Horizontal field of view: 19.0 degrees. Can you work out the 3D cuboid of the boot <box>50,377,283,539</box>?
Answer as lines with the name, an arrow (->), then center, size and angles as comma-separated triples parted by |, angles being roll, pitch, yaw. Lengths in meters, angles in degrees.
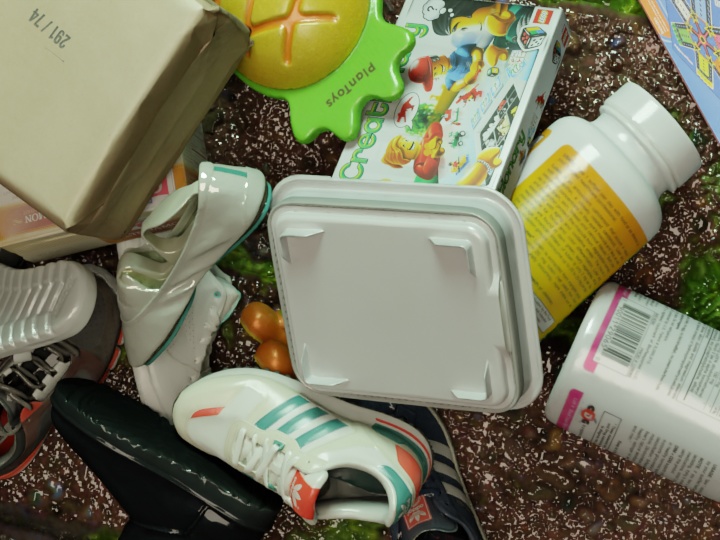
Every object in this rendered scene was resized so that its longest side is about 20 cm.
boot -> -0.175, 0.197, 1.616 | 0.199, 0.076, 0.169 | 30, 106, 1

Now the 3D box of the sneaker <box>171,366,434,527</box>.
sneaker -> -0.048, 0.133, 1.562 | 0.198, 0.094, 0.071 | 16, 119, 6

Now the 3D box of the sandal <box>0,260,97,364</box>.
sandal -> -0.257, 0.037, 1.638 | 0.202, 0.050, 0.083 | -2, 67, 50

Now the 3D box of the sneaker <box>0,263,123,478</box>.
sneaker -> -0.251, 0.088, 1.682 | 0.077, 0.082, 0.201 | 33, 102, 6

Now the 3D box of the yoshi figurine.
yoshi figurine -> -0.011, -0.010, 1.610 | 0.200, 0.112, 0.113 | -44, 81, 10

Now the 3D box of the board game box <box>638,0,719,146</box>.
board game box -> 0.292, -0.143, 1.574 | 0.102, 0.019, 0.201 | -29, 91, 12

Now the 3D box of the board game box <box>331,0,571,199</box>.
board game box -> 0.062, -0.107, 1.548 | 0.125, 0.035, 0.201 | 9, 62, 25

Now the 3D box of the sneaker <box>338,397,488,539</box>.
sneaker -> 0.042, 0.168, 1.631 | 0.075, 0.084, 0.201 | -30, 90, 14

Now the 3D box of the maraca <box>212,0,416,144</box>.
maraca -> -0.038, -0.182, 1.577 | 0.137, 0.107, 0.201 | -42, 61, 15

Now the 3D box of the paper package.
paper package -> -0.211, -0.148, 1.535 | 0.199, 0.103, 0.191 | 35, 93, 19

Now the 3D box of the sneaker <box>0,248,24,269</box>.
sneaker -> -0.315, -0.086, 1.672 | 0.073, 0.089, 0.202 | -14, 96, 11

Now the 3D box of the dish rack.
dish rack -> 0.023, 0.023, 1.497 | 0.198, 0.044, 0.173 | 4, 116, 27

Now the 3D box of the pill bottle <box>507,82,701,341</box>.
pill bottle -> 0.147, -0.039, 1.560 | 0.200, 0.111, 0.111 | -42, 88, -1

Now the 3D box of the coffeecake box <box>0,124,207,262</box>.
coffeecake box -> -0.203, -0.123, 1.624 | 0.152, 0.073, 0.202 | -12, 78, 12

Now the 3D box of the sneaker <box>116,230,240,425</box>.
sneaker -> -0.131, 0.041, 1.659 | 0.088, 0.075, 0.202 | -9, 93, 7

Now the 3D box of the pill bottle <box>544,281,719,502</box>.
pill bottle -> 0.244, 0.099, 1.566 | 0.199, 0.113, 0.114 | 26, 101, 8

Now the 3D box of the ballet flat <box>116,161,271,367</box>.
ballet flat -> -0.138, -0.010, 1.559 | 0.069, 0.069, 0.200 | 43, 125, 4
